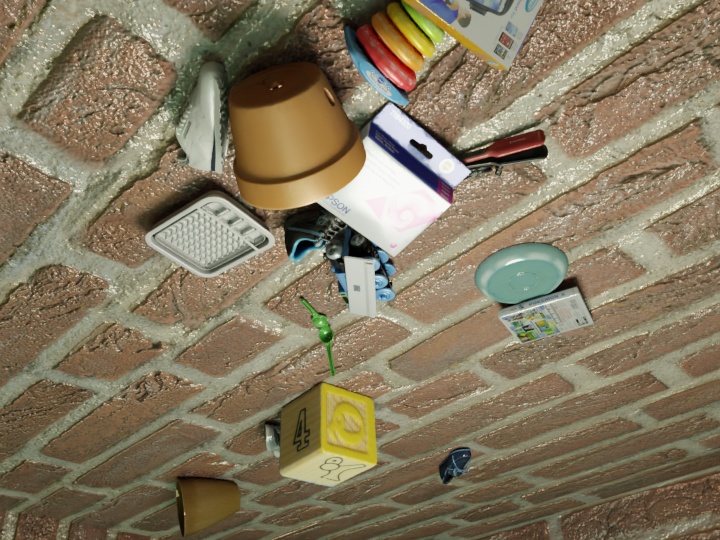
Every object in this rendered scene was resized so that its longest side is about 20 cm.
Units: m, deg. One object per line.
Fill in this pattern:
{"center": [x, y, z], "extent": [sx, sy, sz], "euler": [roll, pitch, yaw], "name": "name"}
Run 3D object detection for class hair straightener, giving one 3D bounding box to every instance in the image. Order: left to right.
{"center": [0.218, -0.175, 1.133], "extent": [0.197, 0.041, 0.077], "euler": [-16, 142, 17], "name": "hair straightener"}

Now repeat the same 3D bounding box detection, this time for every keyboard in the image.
{"center": [0.001, 0.034, 1.291], "extent": [0.055, 0.011, 0.201], "euler": [13, 147, 11], "name": "keyboard"}

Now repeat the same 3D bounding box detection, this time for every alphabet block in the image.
{"center": [-0.090, 0.449, 1.826], "extent": [0.194, 0.199, 0.199], "euler": [23, 136, -34], "name": "alphabet block"}

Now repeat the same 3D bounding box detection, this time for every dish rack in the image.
{"center": [-0.273, -0.070, 1.231], "extent": [0.198, 0.044, 0.171], "euler": [-25, 139, 26], "name": "dish rack"}

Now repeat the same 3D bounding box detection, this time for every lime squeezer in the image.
{"center": [-0.092, 0.135, 1.513], "extent": [0.037, 0.071, 0.202], "euler": [-6, 117, 31], "name": "lime squeezer"}

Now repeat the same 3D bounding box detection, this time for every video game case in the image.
{"center": [0.424, 0.106, 1.528], "extent": [0.180, 0.022, 0.200], "euler": [-19, 150, 20], "name": "video game case"}

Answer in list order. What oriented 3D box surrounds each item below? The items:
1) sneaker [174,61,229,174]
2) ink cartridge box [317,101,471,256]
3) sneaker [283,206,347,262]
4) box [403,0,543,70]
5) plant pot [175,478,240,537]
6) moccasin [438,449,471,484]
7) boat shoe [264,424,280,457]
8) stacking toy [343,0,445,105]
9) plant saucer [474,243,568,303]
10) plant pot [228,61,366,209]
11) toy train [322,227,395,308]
{"center": [-0.239, -0.224, 1.005], "extent": [0.079, 0.077, 0.201], "euler": [12, 141, -5], "name": "sneaker"}
{"center": [0.051, -0.141, 1.107], "extent": [0.195, 0.044, 0.200], "euler": [33, 120, -26], "name": "ink cartridge box"}
{"center": [-0.054, -0.081, 1.203], "extent": [0.199, 0.083, 0.073], "euler": [-29, 134, 28], "name": "sneaker"}
{"center": [0.155, -0.343, 0.841], "extent": [0.198, 0.041, 0.120], "euler": [21, 100, -34], "name": "box"}
{"center": [-0.514, 0.790, 2.288], "extent": [0.197, 0.188, 0.187], "euler": [-3, 146, -23], "name": "plant pot"}
{"center": [0.325, 0.660, 2.256], "extent": [0.079, 0.069, 0.201], "euler": [5, 143, -12], "name": "moccasin"}
{"center": [-0.242, 0.503, 1.994], "extent": [0.064, 0.075, 0.203], "euler": [-12, 147, 2], "name": "boat shoe"}
{"center": [0.080, -0.328, 0.881], "extent": [0.200, 0.110, 0.116], "euler": [-41, 122, 21], "name": "stacking toy"}
{"center": [0.340, 0.015, 1.415], "extent": [0.197, 0.028, 0.201], "euler": [-2, 144, -1], "name": "plant saucer"}
{"center": [-0.101, -0.201, 0.958], "extent": [0.197, 0.201, 0.141], "euler": [-10, 128, 9], "name": "plant pot"}
{"center": [0.000, 0.000, 1.318], "extent": [0.113, 0.088, 0.201], "euler": [-8, 144, 17], "name": "toy train"}
